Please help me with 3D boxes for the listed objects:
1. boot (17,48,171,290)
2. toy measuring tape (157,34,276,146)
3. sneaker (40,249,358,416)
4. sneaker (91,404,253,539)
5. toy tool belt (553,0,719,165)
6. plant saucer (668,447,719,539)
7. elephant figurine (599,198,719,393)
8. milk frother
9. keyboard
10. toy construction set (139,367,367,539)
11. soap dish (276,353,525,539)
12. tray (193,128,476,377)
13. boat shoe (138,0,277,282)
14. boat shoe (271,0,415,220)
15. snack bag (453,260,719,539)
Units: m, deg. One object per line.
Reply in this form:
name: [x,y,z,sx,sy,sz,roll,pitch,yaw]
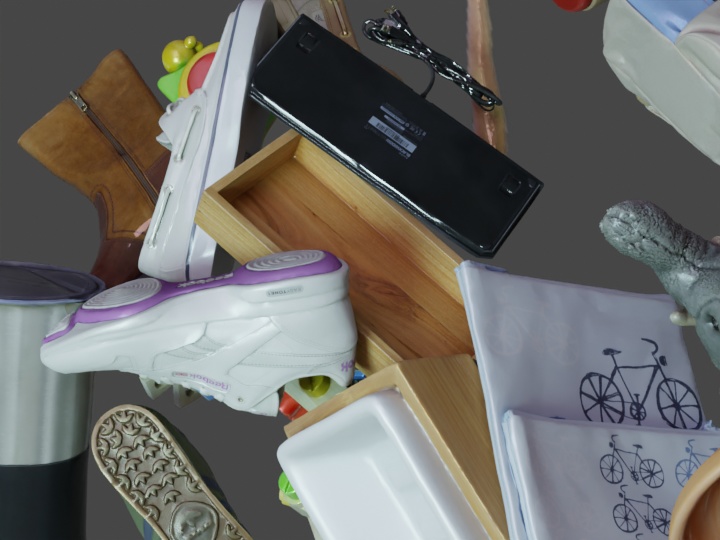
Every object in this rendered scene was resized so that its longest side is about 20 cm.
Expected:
boot: [-0.190,-0.046,1.467,0.188,0.068,0.200,-47,57,0]
toy measuring tape: [-0.066,-0.101,1.439,0.074,0.074,0.200,-45,67,1]
sneaker: [-0.097,0.051,1.258,0.199,0.075,0.100,-10,107,11]
sneaker: [-0.102,0.172,1.332,0.067,0.090,0.201,-31,89,0]
toy tool belt: [0.221,-0.159,1.314,0.123,0.125,0.200,-28,57,-25]
plant saucer: [0.264,0.130,1.113,0.199,0.200,0.038,-17,43,17]
elephant figurine: [0.241,0.040,1.152,0.155,0.200,0.142,-17,61,16]
milk frother: [-0.271,0.100,1.320,0.180,0.200,0.189,8,102,16]
keyboard: [0.032,-0.102,1.364,0.200,0.021,0.127,36,59,3]
toy construction set: [-0.040,0.093,1.331,0.200,0.092,0.131,39,88,21]
soap dish: [0.051,0.149,1.192,0.081,0.157,0.200,-31,88,-31]
tray: [0.000,0.000,1.315,0.200,0.037,0.099,42,52,13]
boat shoe: [-0.103,-0.087,1.382,0.065,0.072,0.201,10,88,13]
boat shoe: [-0.002,-0.115,1.409,0.066,0.074,0.200,-21,65,-13]
snack bag: [0.146,0.091,1.191,0.021,0.188,0.201,-35,56,44]
